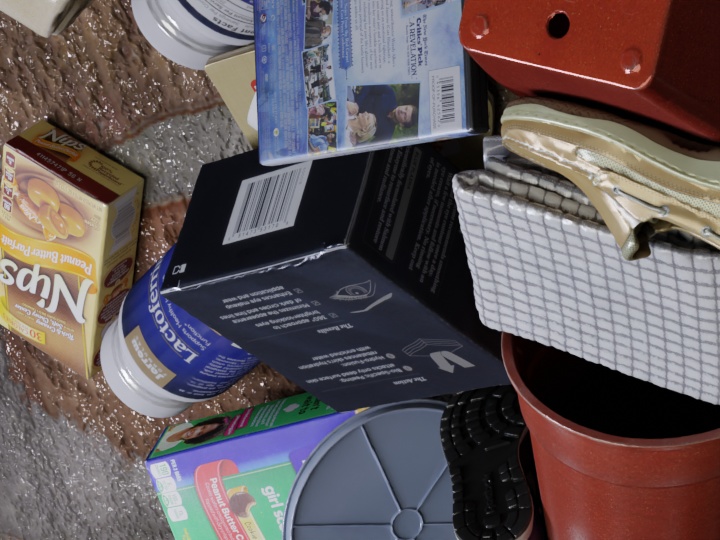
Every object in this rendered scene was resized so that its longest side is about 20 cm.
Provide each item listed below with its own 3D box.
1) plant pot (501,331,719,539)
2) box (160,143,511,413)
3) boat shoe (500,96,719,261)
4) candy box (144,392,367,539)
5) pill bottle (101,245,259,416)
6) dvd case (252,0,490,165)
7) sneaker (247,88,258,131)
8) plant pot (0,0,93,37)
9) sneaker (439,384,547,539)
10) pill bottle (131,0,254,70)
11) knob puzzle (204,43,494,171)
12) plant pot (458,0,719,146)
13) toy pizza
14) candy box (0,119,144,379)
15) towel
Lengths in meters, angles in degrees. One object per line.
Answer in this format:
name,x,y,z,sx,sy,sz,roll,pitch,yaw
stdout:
plant pot,0.201,0.120,1.481,0.200,0.201,0.196,20,137,29
box,0.000,0.000,1.550,0.196,0.118,0.200,-13,141,43
boat shoe,0.162,-0.043,1.233,0.199,0.072,0.077,19,92,31
candy box,-0.050,0.191,1.752,0.199,0.077,0.170,-16,108,14
pill bottle,-0.124,0.036,1.726,0.116,0.116,0.200,50,137,1
dvd case,0.002,-0.147,1.362,0.199,0.017,0.144,-5,85,47
sneaker,0.007,-0.140,1.455,0.115,0.074,0.200,35,130,0
plant pot,-0.263,-0.281,1.610,0.183,0.201,0.201,38,136,-2
sneaker,0.104,0.161,1.585,0.075,0.201,0.088,-12,127,16
pill bottle,-0.077,-0.231,1.522,0.116,0.116,0.200,51,137,0
knob puzzle,0.010,-0.104,1.569,0.218,0.031,0.220,8,133,8
plant pot,0.170,-0.175,1.248,0.199,0.176,0.201,18,99,36
toy pizza,0.032,0.193,1.681,0.032,0.199,0.201,-140,30,-66
candy box,-0.254,-0.016,1.854,0.115,0.055,0.201,30,132,21
towel,0.166,-0.009,1.349,0.199,0.086,0.166,17,149,24
